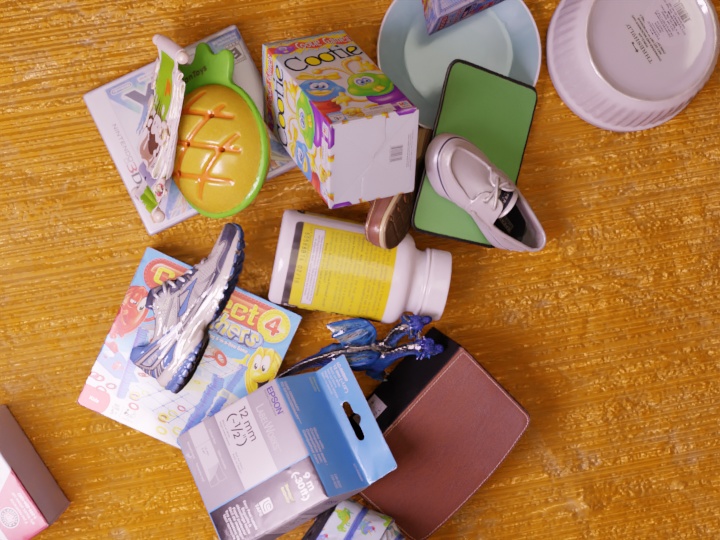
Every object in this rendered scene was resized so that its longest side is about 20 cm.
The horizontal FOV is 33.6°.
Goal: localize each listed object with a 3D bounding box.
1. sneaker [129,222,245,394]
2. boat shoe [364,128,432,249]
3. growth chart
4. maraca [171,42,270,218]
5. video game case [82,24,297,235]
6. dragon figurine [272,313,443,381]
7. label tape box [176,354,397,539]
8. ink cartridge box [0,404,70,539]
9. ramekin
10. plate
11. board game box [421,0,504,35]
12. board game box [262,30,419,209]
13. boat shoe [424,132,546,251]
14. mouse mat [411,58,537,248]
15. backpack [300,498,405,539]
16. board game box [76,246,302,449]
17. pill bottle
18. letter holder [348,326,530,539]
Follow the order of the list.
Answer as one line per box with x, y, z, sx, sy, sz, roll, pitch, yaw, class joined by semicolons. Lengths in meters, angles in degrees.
-0.194;0.031;1.322;0.085;0.077;0.201;26;87;0;sneaker
0.033;-0.096;1.361;0.067;0.200;0.072;9;132;12;boat shoe
-0.224;-0.162;1.327;0.018;0.145;0.201;7;98;-26;growth chart
-0.168;-0.157;1.345;0.137;0.107;0.201;-25;76;26;maraca
-0.197;-0.165;1.405;0.199;0.022;0.183;-26;92;-5;video game case
-0.009;0.091;1.350;0.199;0.100;0.059;-5;64;-11;dragon figurine
-0.081;0.196;1.285;0.200;0.066;0.144;-32;70;15;label tape box
-0.453;0.267;1.317;0.200;0.145;0.146;-34;93;-4;ink cartridge box
0.326;-0.269;1.410;0.199;0.105;0.201;0;89;-5;ramekin
0.117;-0.259;1.432;0.199;0.026;0.201;0;90;-6;plate
0.124;-0.381;1.395;0.200;0.062;0.200;-41;87;-12;board game box
-0.027;-0.170;1.313;0.103;0.200;0.105;-13;129;-20;board game box
0.148;-0.083;1.361;0.072;0.066;0.200;-54;130;-15;boat shoe
0.135;-0.132;1.385;0.161;0.008;0.201;11;96;-43;mouse mat
-0.031;0.347;1.293;0.153;0.163;0.201;13;58;4;backpack
-0.196;0.102;1.385;0.199;0.056;0.196;24;88;-4;board game box
0.000;0.000;1.376;0.199;0.111;0.112;10;88;-4;pill bottle
0.079;0.193;1.386;0.142;0.101;0.200;44;86;-19;letter holder
